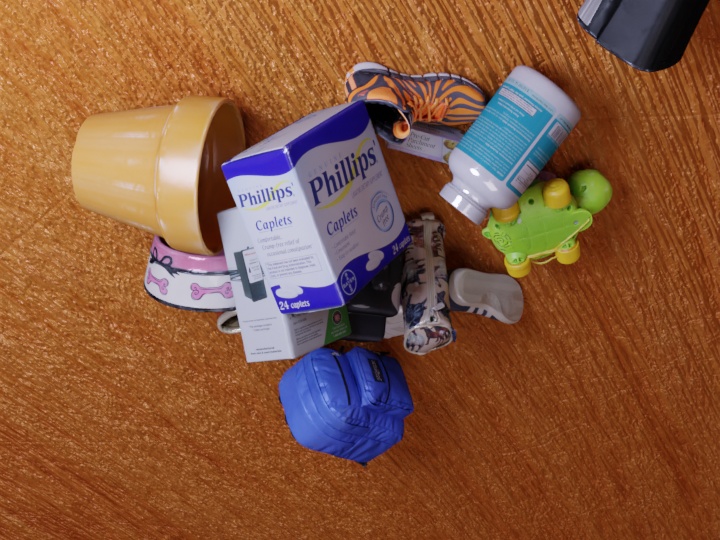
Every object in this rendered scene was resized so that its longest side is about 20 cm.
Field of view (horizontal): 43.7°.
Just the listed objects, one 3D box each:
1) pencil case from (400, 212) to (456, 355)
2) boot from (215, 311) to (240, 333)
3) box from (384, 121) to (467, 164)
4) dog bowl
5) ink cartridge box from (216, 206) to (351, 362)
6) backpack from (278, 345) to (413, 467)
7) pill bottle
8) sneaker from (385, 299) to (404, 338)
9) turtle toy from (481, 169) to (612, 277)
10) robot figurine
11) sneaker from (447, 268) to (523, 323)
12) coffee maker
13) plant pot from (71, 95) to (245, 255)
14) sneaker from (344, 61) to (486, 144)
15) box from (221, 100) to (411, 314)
[{"bbox_3d":[0.095,0.017,1.318,0.077,0.203,0.090,9,146,-18],"label":"pencil case"},{"bbox_3d":[-0.130,0.040,1.372,0.197,0.108,0.076,-15,128,4],"label":"boot"},{"bbox_3d":[0.131,-0.173,1.258,0.197,0.039,0.042,13,126,-17],"label":"box"},{"bbox_3d":[-0.206,-0.016,1.264,0.197,0.201,0.075,0,112,-6],"label":"dog bowl"},{"bbox_3d":[-0.098,0.005,1.184,0.082,0.146,0.203,-8,95,33],"label":"ink cartridge box"},{"bbox_3d":[-0.027,0.203,1.469,0.199,0.164,0.168,19,125,-43],"label":"backpack"},{"bbox_3d":[0.191,-0.160,1.190,0.110,0.111,0.201,34,98,-30],"label":"pill bottle"},{"bbox_3d":[0.019,0.072,1.429,0.197,0.075,0.100,6,132,-17],"label":"sneaker"},{"bbox_3d":[0.271,-0.086,1.307,0.197,0.102,0.147,-16,130,7],"label":"turtle toy"},{"bbox_3d":[-0.002,0.000,1.295,0.148,0.203,0.124,1,173,29],"label":"robot figurine"},{"bbox_3d":[0.182,0.037,1.429,0.084,0.076,0.199,-3,162,43],"label":"sneaker"},{"bbox_3d":[0.365,-0.337,1.042,0.133,0.193,0.202,-4,135,-24],"label":"coffee maker"},{"bbox_3d":[-0.264,-0.131,1.167,0.180,0.202,0.202,8,132,8],"label":"plant pot"},{"bbox_3d":[0.075,-0.205,1.175,0.197,0.113,0.078,5,130,-10],"label":"sneaker"},{"bbox_3d":[-0.047,-0.080,1.109,0.104,0.184,0.202,-9,111,36],"label":"box"}]
